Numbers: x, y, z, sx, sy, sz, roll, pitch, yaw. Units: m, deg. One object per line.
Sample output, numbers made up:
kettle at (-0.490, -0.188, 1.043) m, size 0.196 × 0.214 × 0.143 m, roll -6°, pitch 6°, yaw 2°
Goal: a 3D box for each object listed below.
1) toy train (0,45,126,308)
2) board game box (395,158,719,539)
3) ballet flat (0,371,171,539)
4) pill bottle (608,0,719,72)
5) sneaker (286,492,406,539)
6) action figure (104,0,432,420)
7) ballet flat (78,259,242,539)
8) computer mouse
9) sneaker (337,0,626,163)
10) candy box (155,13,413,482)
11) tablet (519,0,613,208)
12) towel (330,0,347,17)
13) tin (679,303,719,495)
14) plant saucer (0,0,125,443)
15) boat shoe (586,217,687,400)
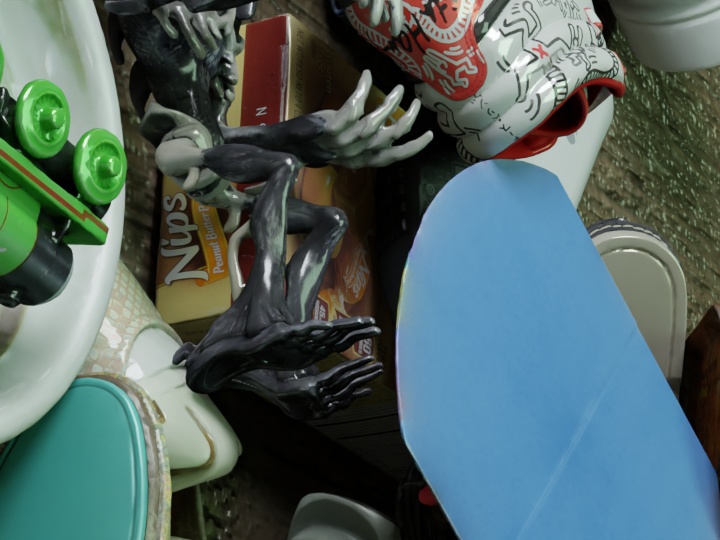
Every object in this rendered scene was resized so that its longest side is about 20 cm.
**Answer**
toy train at (-0.130, -0.050, 0.710) m, size 0.200 × 0.042 × 0.057 m, roll 42°, pitch 56°, yaw -48°
board game box at (0.056, 0.065, 0.905) m, size 0.200 × 0.039 × 0.158 m, roll 60°, pitch 36°, yaw -18°
ballet flat at (-0.091, 0.132, 0.807) m, size 0.071 × 0.071 × 0.201 m, roll 38°, pitch 52°, yaw -51°
pill bottle at (0.135, -0.200, 1.251) m, size 0.200 × 0.113 × 0.113 m, roll 62°, pitch 34°, yaw -31°
sneaker at (0.010, 0.173, 0.978) m, size 0.200 × 0.074 × 0.089 m, roll 54°, pitch 55°, yaw -39°
action figure at (-0.028, -0.056, 0.864) m, size 0.119 × 0.102 × 0.201 m, roll 61°, pitch 16°, yaw -68°
ballet flat at (-0.061, 0.081, 0.869) m, size 0.067 × 0.062 × 0.201 m, roll -8°, pitch 89°, yaw -69°
computer mouse at (0.029, 0.038, 0.949) m, size 0.059 × 0.034 × 0.201 m, roll 16°, pitch 66°, yaw -38°
sneaker at (0.052, -0.102, 0.976) m, size 0.108 × 0.067 × 0.201 m, roll 51°, pitch 24°, yaw -4°
candy box at (0.000, 0.000, 1.010) m, size 0.200 × 0.055 × 0.116 m, roll 35°, pitch 51°, yaw -52°
tablet at (0.076, -0.084, 1.116) m, size 0.200 × 0.014 × 0.130 m, roll -61°, pitch 139°, yaw -60°
towel at (-0.002, -0.207, 1.076) m, size 0.112 × 0.048 × 0.200 m, roll -48°, pitch 122°, yaw -55°
tin at (0.150, 0.077, 1.053) m, size 0.200 × 0.042 × 0.112 m, roll 89°, pitch 6°, yaw -80°
plant saucer at (-0.144, -0.044, 0.773) m, size 0.200 × 0.050 × 0.201 m, roll 26°, pitch 60°, yaw -57°
boat shoe at (0.097, 0.074, 1.121) m, size 0.063 × 0.072 × 0.201 m, roll -103°, pitch -160°, yaw -73°
